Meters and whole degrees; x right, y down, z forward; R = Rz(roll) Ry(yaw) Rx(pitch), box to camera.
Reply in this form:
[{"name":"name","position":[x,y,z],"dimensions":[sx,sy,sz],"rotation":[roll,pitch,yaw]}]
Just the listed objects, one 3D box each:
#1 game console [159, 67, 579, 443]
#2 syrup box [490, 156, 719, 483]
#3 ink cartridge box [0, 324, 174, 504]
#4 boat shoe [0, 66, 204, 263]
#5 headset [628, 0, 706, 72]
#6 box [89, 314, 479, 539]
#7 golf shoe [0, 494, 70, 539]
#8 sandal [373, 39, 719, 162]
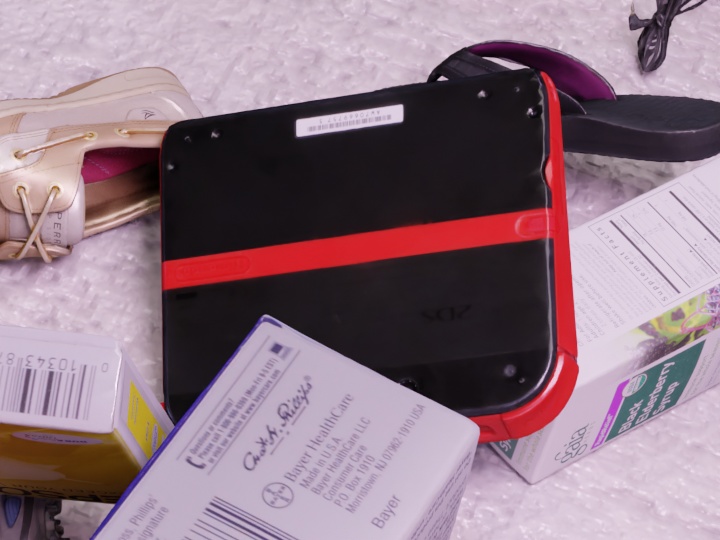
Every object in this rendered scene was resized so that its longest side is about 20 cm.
[{"name":"game console","position":[0.000,0.000,1.190],"dimensions":[0.199,0.031,0.178],"rotation":[-8,66,14]},{"name":"syrup box","position":[0.142,0.018,1.248],"dimensions":[0.200,0.079,0.081],"rotation":[-26,60,-30]},{"name":"ink cartridge box","position":[-0.177,0.063,1.036],"dimensions":[0.197,0.200,0.047],"rotation":[4,71,6]},{"name":"boat shoe","position":[-0.154,-0.041,1.239],"dimensions":[0.200,0.074,0.069],"rotation":[-25,53,-30]},{"name":"headset","position":[0.228,-0.173,1.450],"dimensions":[0.123,0.094,0.200],"rotation":[37,37,24]},{"name":"box","position":[-0.051,0.156,1.007],"dimensions":[0.105,0.200,0.184],"rotation":[27,50,13]},{"name":"golf shoe","position":[-0.173,0.144,1.049],"dimensions":[0.097,0.079,0.200],"rotation":[-5,15,-2]},{"name":"sandal","position":[0.096,-0.093,1.314],"dimensions":[0.200,0.048,0.075],"rotation":[5,23,23]}]
